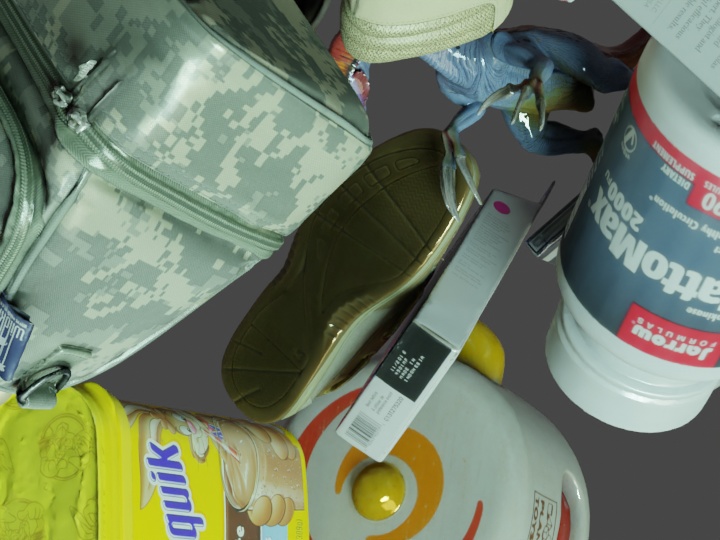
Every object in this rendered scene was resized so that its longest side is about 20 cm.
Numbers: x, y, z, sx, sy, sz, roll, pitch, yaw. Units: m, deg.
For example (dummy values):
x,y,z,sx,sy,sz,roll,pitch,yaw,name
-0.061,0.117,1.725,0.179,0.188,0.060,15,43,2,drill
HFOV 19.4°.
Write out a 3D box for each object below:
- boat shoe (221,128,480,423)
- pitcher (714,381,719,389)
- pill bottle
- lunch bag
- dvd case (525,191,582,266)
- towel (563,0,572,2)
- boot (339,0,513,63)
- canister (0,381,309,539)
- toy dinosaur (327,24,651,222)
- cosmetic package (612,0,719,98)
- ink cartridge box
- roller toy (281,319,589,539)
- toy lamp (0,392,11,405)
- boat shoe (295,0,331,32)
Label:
x,y,z,sx,sy,sz,roll,pitch,yaw,name
0.000,0.000,1.160,0.200,0.074,0.066,-48,162,24,boat shoe
0.253,-0.024,1.282,0.172,0.121,0.200,-53,178,-25,pitcher
0.163,-0.017,1.028,0.119,0.120,0.200,-15,143,-30,pill bottle
-0.116,-0.068,0.802,0.168,0.200,0.139,-44,149,15,lunch bag
0.188,-0.047,1.280,0.149,0.016,0.200,-42,160,12,dvd case
0.148,-0.210,0.911,0.146,0.030,0.200,-41,168,-20,towel
0.070,-0.184,0.945,0.200,0.073,0.155,-38,160,-16,boot
-0.115,0.146,1.181,0.086,0.149,0.200,-9,167,32,canister
0.066,-0.096,1.085,0.181,0.200,0.105,30,125,-18,toy dinosaur
0.207,-0.102,0.917,0.101,0.200,0.071,-35,165,-48,cosmetic package
0.052,0.019,1.199,0.095,0.037,0.200,-57,177,36,ink cartridge box
0.038,0.145,1.287,0.200,0.183,0.140,-39,149,10,roller toy
-0.164,0.038,1.060,0.200,0.058,0.058,-38,151,12,toy lamp
-0.079,-0.081,0.946,0.074,0.073,0.200,-3,139,-42,boat shoe
